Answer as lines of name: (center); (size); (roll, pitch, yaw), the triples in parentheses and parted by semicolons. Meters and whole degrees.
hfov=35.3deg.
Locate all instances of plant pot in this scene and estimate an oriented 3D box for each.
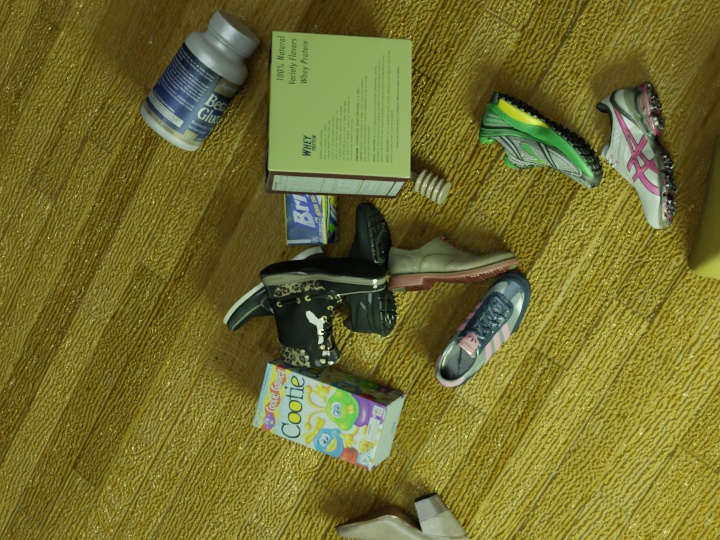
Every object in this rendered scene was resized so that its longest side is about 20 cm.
plant pot: (0.532, -0.067, 1.450); (0.191, 0.200, 0.199); (13, 98, 17)

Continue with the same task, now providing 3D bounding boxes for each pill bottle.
pill bottle: (-0.243, -0.295, 1.743); (0.111, 0.111, 0.201); (41, 106, 11)

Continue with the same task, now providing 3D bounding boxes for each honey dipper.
honey dipper: (0.043, -0.160, 1.697); (0.198, 0.038, 0.038); (29, 103, 17)

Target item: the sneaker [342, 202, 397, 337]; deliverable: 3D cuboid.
sneaker: (0.000, 0.000, 1.707); (0.089, 0.076, 0.204); (-2, 92, 25)

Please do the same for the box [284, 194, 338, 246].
box: (-0.077, -0.140, 1.724); (0.069, 0.064, 0.204); (-1, 93, 18)

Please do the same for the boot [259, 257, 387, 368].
boot: (-0.048, 0.063, 1.676); (0.196, 0.073, 0.153); (-1, 110, 17)

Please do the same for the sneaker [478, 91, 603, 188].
sneaker: (0.257, -0.172, 1.609); (0.199, 0.078, 0.086); (36, 112, 22)

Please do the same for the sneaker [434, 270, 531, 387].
sneaker: (0.178, 0.091, 1.645); (0.070, 0.082, 0.202); (36, 104, 13)

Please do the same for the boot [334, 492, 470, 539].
boot: (0.072, 0.429, 1.718); (0.197, 0.070, 0.148); (-20, 90, 20)

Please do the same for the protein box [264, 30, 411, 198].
protein box: (-0.035, -0.217, 1.608); (0.196, 0.135, 0.202); (2, 80, -7)

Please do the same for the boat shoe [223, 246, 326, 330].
boat shoe: (-0.128, 0.042, 1.753); (0.199, 0.072, 0.068); (-33, 83, 15)

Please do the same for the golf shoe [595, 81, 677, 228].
golf shoe: (0.383, -0.152, 1.565); (0.091, 0.072, 0.204); (-14, 80, 25)

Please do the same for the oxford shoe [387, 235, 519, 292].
oxford shoe: (0.132, -0.018, 1.660); (0.196, 0.070, 0.076); (-7, 79, 11)

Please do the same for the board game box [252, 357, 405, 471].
board game box: (-0.048, 0.212, 1.722); (0.197, 0.103, 0.107); (18, 100, 17)
